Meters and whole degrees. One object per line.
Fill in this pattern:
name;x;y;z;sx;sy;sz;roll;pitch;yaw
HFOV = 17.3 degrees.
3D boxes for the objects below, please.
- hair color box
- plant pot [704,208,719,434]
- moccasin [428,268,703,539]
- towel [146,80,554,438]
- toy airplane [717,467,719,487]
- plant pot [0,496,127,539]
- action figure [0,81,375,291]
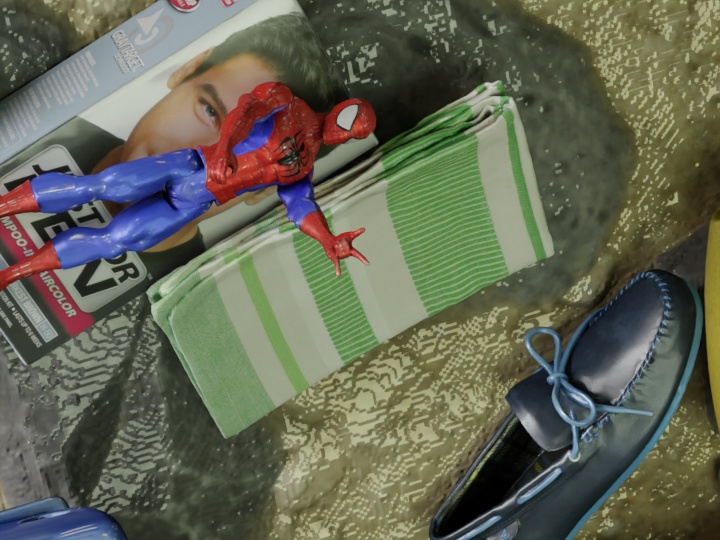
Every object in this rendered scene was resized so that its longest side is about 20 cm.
hair color box;-0.104;-0.055;1.116;0.200;0.061;0.099;-33;122;-2
plant pot;0.256;0.015;1.219;0.200;0.200;0.142;-27;96;-4
moccasin;0.108;0.085;1.249;0.068;0.080;0.200;22;106;-29
towel;0.000;0.000;1.168;0.200;0.023;0.153;-31;148;-5
toy airplane;0.228;0.205;1.307;0.199;0.200;0.141;-20;136;-22
plant pot;-0.193;0.223;1.138;0.199;0.180;0.201;-17;99;-11
action figure;-0.077;-0.025;1.052;0.199;0.099;0.065;-24;122;-10
